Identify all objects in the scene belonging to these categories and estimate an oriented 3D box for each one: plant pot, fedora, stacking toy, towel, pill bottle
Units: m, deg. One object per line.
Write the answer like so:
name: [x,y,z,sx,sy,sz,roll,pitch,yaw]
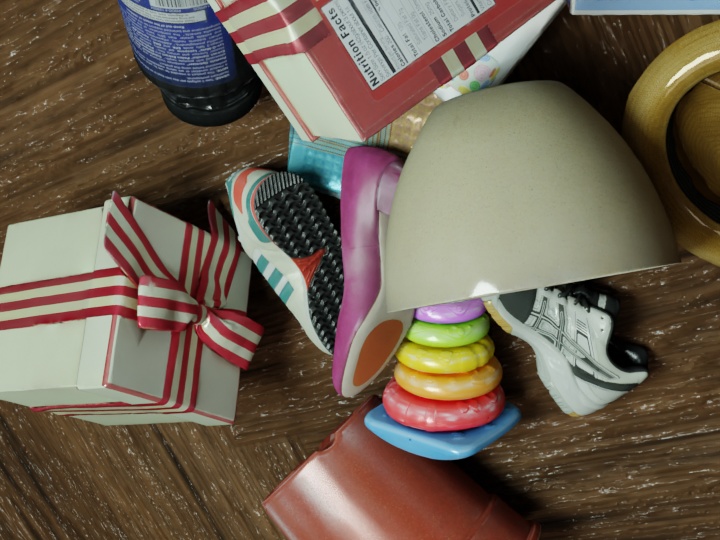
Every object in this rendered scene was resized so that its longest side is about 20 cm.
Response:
plant pot: [0.026,0.234,0.984,0.195,0.201,0.201,46,126,4]
plant pot: [0.106,-0.053,0.729,0.200,0.200,0.135,-11,88,29]
fedora: [0.283,-0.092,0.736,0.200,0.082,0.201,10,123,16]
stacking toy: [0.071,0.048,0.911,0.116,0.110,0.201,12,113,36]
towel: [0.033,-0.110,0.878,0.200,0.022,0.147,18,124,14]
pill bottle: [-0.125,-0.202,0.806,0.112,0.112,0.200,21,152,12]

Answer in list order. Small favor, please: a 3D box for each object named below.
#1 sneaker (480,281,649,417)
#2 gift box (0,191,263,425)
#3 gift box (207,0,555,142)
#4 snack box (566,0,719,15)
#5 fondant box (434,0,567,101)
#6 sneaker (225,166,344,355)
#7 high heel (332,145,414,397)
sneaker: [0.163,0.027,0.871,0.088,0.076,0.200,-28,115,27]
gift box: [-0.208,0.029,0.945,0.186,0.184,0.201,-6,75,32]
gift box: [0.012,-0.191,0.653,0.200,0.187,0.185,-33,106,-10]
snack box: [0.238,-0.204,0.692,0.199,0.024,0.072,1,120,4]
fondant box: [0.050,-0.229,0.770,0.200,0.058,0.144,39,119,1]
sneaker: [-0.058,-0.012,0.959,0.093,0.070,0.200,26,150,51]
high heel: [0.000,0.000,0.882,0.096,0.067,0.200,30,103,37]
